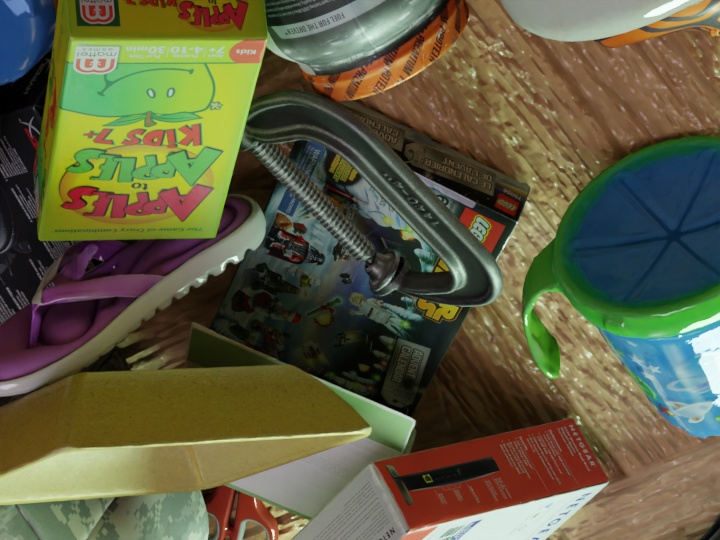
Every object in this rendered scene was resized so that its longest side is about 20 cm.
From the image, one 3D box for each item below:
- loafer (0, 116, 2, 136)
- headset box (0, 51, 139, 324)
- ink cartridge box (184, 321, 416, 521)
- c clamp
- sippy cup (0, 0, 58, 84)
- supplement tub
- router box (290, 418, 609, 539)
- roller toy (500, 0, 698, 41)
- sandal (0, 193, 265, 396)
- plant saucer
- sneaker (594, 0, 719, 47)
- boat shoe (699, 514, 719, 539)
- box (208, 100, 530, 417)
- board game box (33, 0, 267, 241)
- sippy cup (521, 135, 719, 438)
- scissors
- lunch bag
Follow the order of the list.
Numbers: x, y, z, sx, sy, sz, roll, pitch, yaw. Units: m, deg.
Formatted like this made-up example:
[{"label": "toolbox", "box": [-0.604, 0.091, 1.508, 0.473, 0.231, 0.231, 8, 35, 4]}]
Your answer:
[{"label": "loafer", "box": [-0.259, -0.028, 1.527, 0.073, 0.072, 0.200, 24, 141, 0]}, {"label": "headset box", "box": [-0.230, -0.038, 1.618, 0.199, 0.077, 0.149, -13, 121, 28]}, {"label": "ink cartridge box", "box": [-0.038, 0.086, 1.604, 0.145, 0.048, 0.200, 23, 150, 3]}, {"label": "c clamp", "box": [-0.013, -0.044, 1.496, 0.200, 0.027, 0.171, 43, 153, -17]}, {"label": "sippy cup", "box": [-0.198, -0.171, 1.457, 0.177, 0.131, 0.140, 16, 130, 7]}, {"label": "supplement tub", "box": [-0.028, -0.196, 1.393, 0.122, 0.123, 0.201, -14, 120, 28]}, {"label": "router box", "box": [0.027, 0.173, 1.633, 0.200, 0.179, 0.049, -47, 63, 40]}, {"label": "roller toy", "box": [0.125, -0.215, 1.285, 0.199, 0.183, 0.140, -19, 118, 31]}, {"label": "sandal", "box": [-0.145, 0.002, 1.519, 0.082, 0.202, 0.050, 16, 133, 51]}, {"label": "plant saucer", "box": [-0.127, 0.091, 1.509, 0.199, 0.049, 0.200, -2, 168, -34]}, {"label": "sneaker", "box": [0.219, -0.132, 1.386, 0.199, 0.078, 0.112, -19, 117, 30]}, {"label": "boat shoe", "box": [0.211, 0.199, 1.657, 0.063, 0.071, 0.201, 29, 122, -6]}, {"label": "box", "box": [0.000, 0.000, 1.590, 0.136, 0.040, 0.201, 25, 131, -2]}, {"label": "board game box", "box": [-0.114, -0.085, 1.414, 0.101, 0.048, 0.200, -2, 151, -13]}, {"label": "sippy cup", "box": [0.190, 0.018, 1.488, 0.177, 0.140, 0.131, 17, 147, 40]}, {"label": "scissors", "box": [-0.071, 0.128, 1.735, 0.073, 0.014, 0.201, 25, 130, 2]}, {"label": "lunch bag", "box": [-0.189, 0.173, 1.680, 0.139, 0.200, 0.168, -24, 110, 36]}]
